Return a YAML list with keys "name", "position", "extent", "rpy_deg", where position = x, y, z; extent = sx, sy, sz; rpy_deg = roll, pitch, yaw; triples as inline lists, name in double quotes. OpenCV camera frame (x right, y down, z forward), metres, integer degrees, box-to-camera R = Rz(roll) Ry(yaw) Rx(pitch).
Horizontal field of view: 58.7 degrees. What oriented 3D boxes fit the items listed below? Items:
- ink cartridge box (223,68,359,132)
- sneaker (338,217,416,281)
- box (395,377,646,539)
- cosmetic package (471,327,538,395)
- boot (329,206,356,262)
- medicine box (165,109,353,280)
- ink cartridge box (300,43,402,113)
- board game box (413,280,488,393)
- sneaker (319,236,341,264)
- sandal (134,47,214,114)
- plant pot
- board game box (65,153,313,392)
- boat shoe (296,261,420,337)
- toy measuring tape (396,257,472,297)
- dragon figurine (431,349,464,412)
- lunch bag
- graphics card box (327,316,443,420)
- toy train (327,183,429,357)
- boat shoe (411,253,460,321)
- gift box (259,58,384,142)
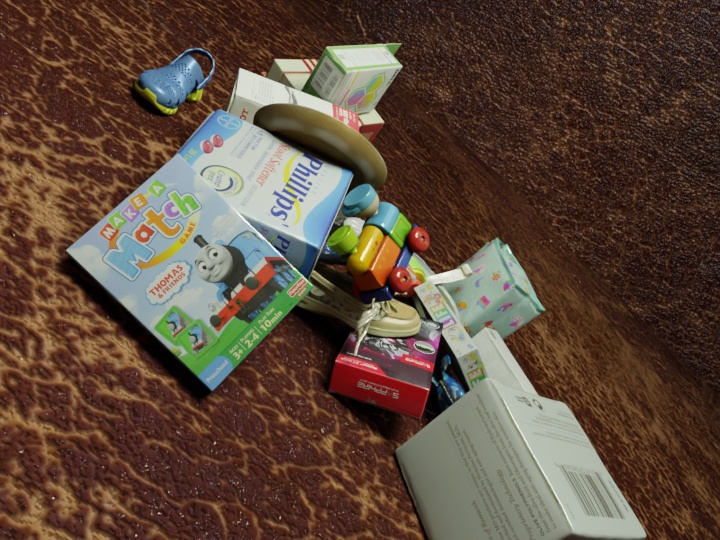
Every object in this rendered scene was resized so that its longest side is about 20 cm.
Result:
- name: "ink cartridge box"
  position: [-0.121, -0.204, 1.001]
  extent: [0.200, 0.147, 0.083]
  rpy_deg: [17, 44, -20]
- name: "sneaker"
  position: [0.000, 0.000, 0.977]
  extent: [0.200, 0.112, 0.078]
  rpy_deg: [39, 22, -51]
- name: "box"
  position: [0.191, 0.271, 0.784]
  extent: [0.199, 0.171, 0.200]
  rpy_deg: [23, 31, -42]
- name: "cosmetic package"
  position: [0.246, 0.204, 1.107]
  extent: [0.051, 0.083, 0.200]
  rpy_deg: [21, 33, -48]
- name: "boot"
  position: [-0.056, -0.086, 1.112]
  extent: [0.200, 0.069, 0.174]
  rpy_deg: [25, 25, -48]
- name: "medicine box"
  position: [-0.132, -0.084, 0.801]
  extent: [0.200, 0.103, 0.182]
  rpy_deg: [23, 40, -4]
- name: "ink cartridge box"
  position: [0.000, -0.318, 1.072]
  extent: [0.200, 0.104, 0.059]
  rpy_deg: [-26, 72, -47]
- name: "board game box"
  position: [0.151, 0.120, 1.026]
  extent: [0.200, 0.034, 0.135]
  rpy_deg: [-116, -179, -58]
- name: "sneaker"
  position: [-0.087, -0.077, 0.946]
  extent: [0.074, 0.082, 0.200]
  rpy_deg: [24, 13, -47]
- name: "sandal"
  position: [-0.296, -0.315, 1.041]
  extent: [0.079, 0.087, 0.200]
  rpy_deg: [41, 25, -14]
- name: "plant pot"
  position: [-0.061, -0.155, 0.883]
  extent: [0.200, 0.200, 0.028]
  rpy_deg: [33, 69, -28]
- name: "board game box"
  position: [-0.172, 0.002, 0.664]
  extent: [0.200, 0.151, 0.037]
  rpy_deg: [44, -17, -2]
- name: "boat shoe"
  position: [-0.008, 0.037, 0.885]
  extent: [0.200, 0.063, 0.073]
  rpy_deg: [17, 21, -3]
- name: "toy measuring tape"
  position: [0.110, 0.002, 1.118]
  extent: [0.200, 0.074, 0.074]
  rpy_deg: [-12, 50, -17]
- name: "dragon figurine"
  position: [0.118, 0.163, 0.930]
  extent: [0.100, 0.059, 0.200]
  rpy_deg: [58, 1, 8]
- name: "lunch bag"
  position: [0.239, 0.041, 1.248]
  extent: [0.122, 0.170, 0.200]
  rpy_deg: [39, 21, -28]
- name: "graphics card box"
  position: [0.042, 0.116, 0.882]
  extent: [0.125, 0.051, 0.200]
  rpy_deg: [16, 22, 7]
- name: "toy train"
  position: [0.001, -0.007, 0.806]
  extent: [0.116, 0.085, 0.200]
  rpy_deg: [47, 52, -27]
- name: "boat shoe"
  position: [0.127, 0.033, 1.199]
  extent: [0.071, 0.070, 0.201]
  rpy_deg: [-1, 48, -54]
- name: "gift box"
  position: [-0.107, -0.266, 1.169]
  extent: [0.184, 0.200, 0.187]
  rpy_deg: [-15, 66, -49]
